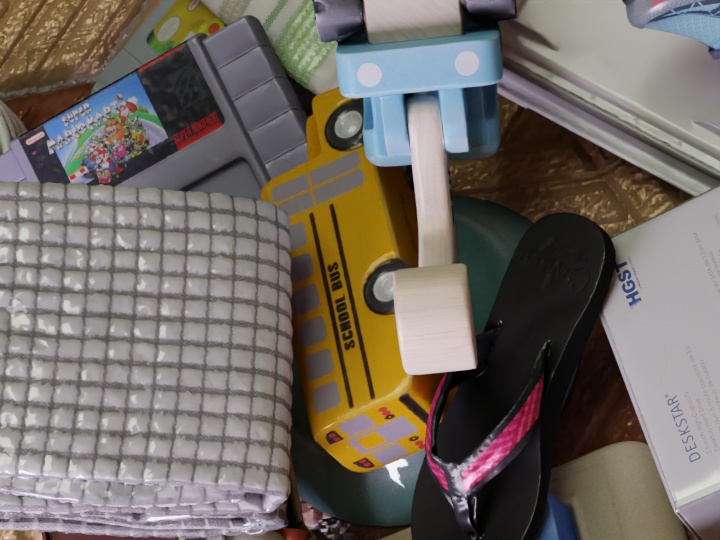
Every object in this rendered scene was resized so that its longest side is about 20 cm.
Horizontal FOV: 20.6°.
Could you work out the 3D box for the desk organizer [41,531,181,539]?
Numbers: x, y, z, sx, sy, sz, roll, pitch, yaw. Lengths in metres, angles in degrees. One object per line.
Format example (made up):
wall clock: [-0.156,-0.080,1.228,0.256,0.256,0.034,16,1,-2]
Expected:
desk organizer: [-0.132,0.119,1.104,0.077,0.072,0.200,-26,54,11]

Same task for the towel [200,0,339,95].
towel: [-0.020,-0.190,1.168,0.200,0.031,0.149,39,99,30]

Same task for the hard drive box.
hard drive box: [0.226,0.024,0.956,0.200,0.077,0.156,-25,54,14]

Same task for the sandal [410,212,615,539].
sandal: [0.065,0.063,0.971,0.075,0.045,0.200,17,86,40]

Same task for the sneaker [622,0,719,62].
sneaker: [0.225,-0.108,0.982,0.199,0.079,0.096,5,87,-12]

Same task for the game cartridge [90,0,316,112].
game cartridge: [-0.068,-0.147,1.234,0.200,0.040,0.133,-51,56,0]

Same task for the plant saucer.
plant saucer: [0.022,0.040,1.086,0.200,0.036,0.200,-14,57,22]

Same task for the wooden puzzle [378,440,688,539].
wooden puzzle: [0.070,0.190,0.967,0.200,0.046,0.186,-22,55,16]

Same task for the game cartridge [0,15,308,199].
game cartridge: [-0.122,-0.052,1.176,0.200,0.038,0.130,-28,90,15]

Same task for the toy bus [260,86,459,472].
toy bus: [0.000,0.000,1.057,0.078,0.065,0.200,-25,55,16]

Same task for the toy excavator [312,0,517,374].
toy excavator: [0.036,-0.068,0.995,0.100,0.200,0.195,-7,17,5]

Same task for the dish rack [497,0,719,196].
dish rack: [0.171,-0.143,1.063,0.200,0.044,0.172,30,79,16]

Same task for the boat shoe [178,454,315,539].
boat shoe: [-0.054,0.143,1.023,0.063,0.071,0.200,-35,51,25]

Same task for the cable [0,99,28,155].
cable: [-0.298,-0.034,1.283,0.200,0.069,0.200,-13,59,21]

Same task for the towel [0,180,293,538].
towel: [-0.134,0.048,0.987,0.199,0.086,0.166,2,67,-5]
